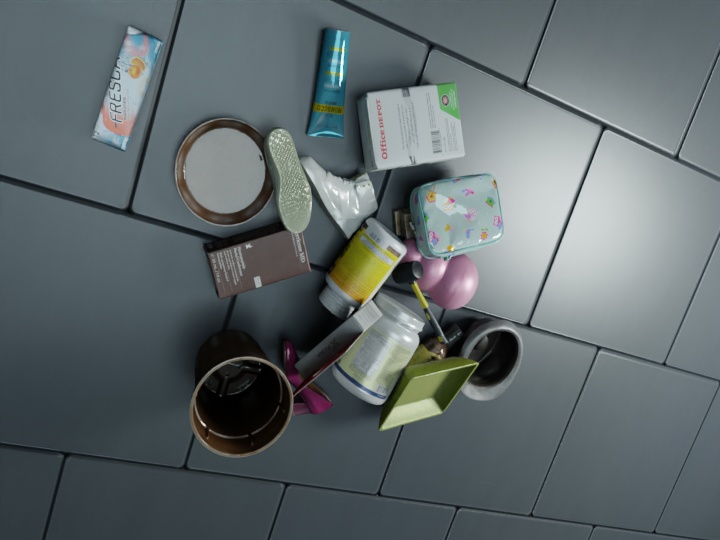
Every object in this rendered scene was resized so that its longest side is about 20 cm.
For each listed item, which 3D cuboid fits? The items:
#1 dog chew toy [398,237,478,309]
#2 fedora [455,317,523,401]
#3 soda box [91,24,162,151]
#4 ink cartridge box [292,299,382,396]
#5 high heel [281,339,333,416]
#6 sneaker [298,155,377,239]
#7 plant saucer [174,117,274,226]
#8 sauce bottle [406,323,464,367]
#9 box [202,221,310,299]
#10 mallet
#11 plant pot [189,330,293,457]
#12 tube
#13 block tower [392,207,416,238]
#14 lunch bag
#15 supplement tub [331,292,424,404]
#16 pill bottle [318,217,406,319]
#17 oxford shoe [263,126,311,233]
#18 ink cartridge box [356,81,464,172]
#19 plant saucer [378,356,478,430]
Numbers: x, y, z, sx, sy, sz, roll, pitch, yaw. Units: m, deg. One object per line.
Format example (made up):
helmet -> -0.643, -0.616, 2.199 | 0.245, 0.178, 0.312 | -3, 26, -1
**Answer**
dog chew toy -> 0.159, -0.003, 1.436 | 0.196, 0.125, 0.127 | 29, 96, -12
fedora -> 0.292, 0.195, 1.558 | 0.171, 0.091, 0.206 | 5, 111, -20
soda box -> -0.409, -0.318, 1.155 | 0.062, 0.068, 0.205 | 18, 101, -24
ink cartridge box -> -0.062, 0.158, 1.318 | 0.045, 0.176, 0.199 | 49, 121, 2
high heel -> -0.117, 0.227, 1.432 | 0.093, 0.068, 0.205 | -10, 125, -6
sneaker -> -0.042, -0.177, 1.339 | 0.115, 0.073, 0.202 | -41, 122, -8
plant saucer -> -0.259, -0.190, 1.271 | 0.194, 0.034, 0.207 | -6, 109, -18
sauce bottle -> 0.153, 0.200, 1.525 | 0.198, 0.065, 0.065 | -39, 115, -4
box -> -0.206, -0.024, 1.321 | 0.194, 0.075, 0.103 | -19, 111, -16
mallet -> 0.127, 0.072, 1.401 | 0.041, 0.064, 0.204 | -44, 119, -41
plant pot -> -0.250, 0.226, 1.312 | 0.194, 0.198, 0.207 | -6, 109, -18
tube -> -0.057, -0.364, 1.288 | 0.075, 0.051, 0.206 | 3, 110, -13
block tower -> 0.170, -0.115, 1.438 | 0.194, 0.058, 0.056 | -11, 109, -15
lunch bag -> 0.198, -0.110, 1.373 | 0.194, 0.077, 0.166 | -12, 94, -17
supplement tub -> 0.040, 0.168, 1.428 | 0.143, 0.145, 0.204 | 28, 96, -25
pill bottle -> 0.000, 0.000, 1.376 | 0.108, 0.110, 0.202 | 34, 100, -25
oxford shoe -> -0.141, -0.173, 1.268 | 0.073, 0.057, 0.206 | -19, 107, -20
ink cartridge box -> 0.099, -0.288, 1.329 | 0.194, 0.084, 0.151 | -10, 95, -16
plant saucer -> 0.141, 0.265, 1.474 | 0.195, 0.048, 0.203 | -7, 139, -33
